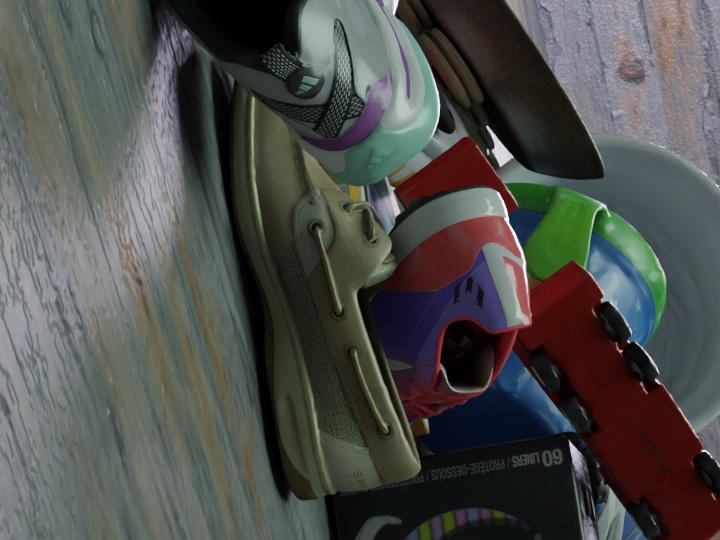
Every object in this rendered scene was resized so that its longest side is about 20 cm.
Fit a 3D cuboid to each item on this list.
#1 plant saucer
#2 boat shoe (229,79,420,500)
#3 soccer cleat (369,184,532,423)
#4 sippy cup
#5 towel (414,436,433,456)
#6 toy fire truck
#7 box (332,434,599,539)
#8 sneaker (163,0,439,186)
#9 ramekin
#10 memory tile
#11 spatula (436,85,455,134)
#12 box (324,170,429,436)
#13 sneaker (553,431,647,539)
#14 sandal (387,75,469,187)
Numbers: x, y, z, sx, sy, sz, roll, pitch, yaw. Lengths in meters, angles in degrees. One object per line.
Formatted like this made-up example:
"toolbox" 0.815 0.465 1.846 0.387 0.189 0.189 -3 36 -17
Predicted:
"plant saucer" 0.071 -0.127 1.412 0.201 0.037 0.200 55 0 -1
"boat shoe" -0.015 -0.003 1.068 0.072 0.064 0.202 25 55 -80
"soccer cleat" 0.030 0.039 1.130 0.200 0.068 0.074 116 -43 -56
"sippy cup" 0.089 0.044 1.348 0.178 0.139 0.131 59 42 -37
"towel" 0.057 0.159 1.476 0.192 0.032 0.201 -89 167 -52
"toy fire truck" 0.100 0.037 1.187 0.201 0.049 0.141 55 -2 -17
"box" 0.064 0.191 1.179 0.106 0.121 0.202 43 37 -76
"sneaker" -0.046 -0.138 0.996 0.140 0.078 0.201 38 17 -48
"ramekin" 0.144 0.024 1.513 0.098 0.199 0.202 118 -35 -75
"memory tile" 0.031 -0.135 1.445 0.154 0.017 0.200 56 -1 16
"spatula" -0.007 -0.134 1.230 0.200 0.020 0.057 44 21 -34
"box" 0.000 0.000 1.251 0.200 0.041 0.120 64 18 -55
"sneaker" 0.122 0.158 1.322 0.076 0.076 0.201 63 -31 29
"sandal" -0.004 -0.090 1.294 0.206 0.059 0.080 32 29 -51
